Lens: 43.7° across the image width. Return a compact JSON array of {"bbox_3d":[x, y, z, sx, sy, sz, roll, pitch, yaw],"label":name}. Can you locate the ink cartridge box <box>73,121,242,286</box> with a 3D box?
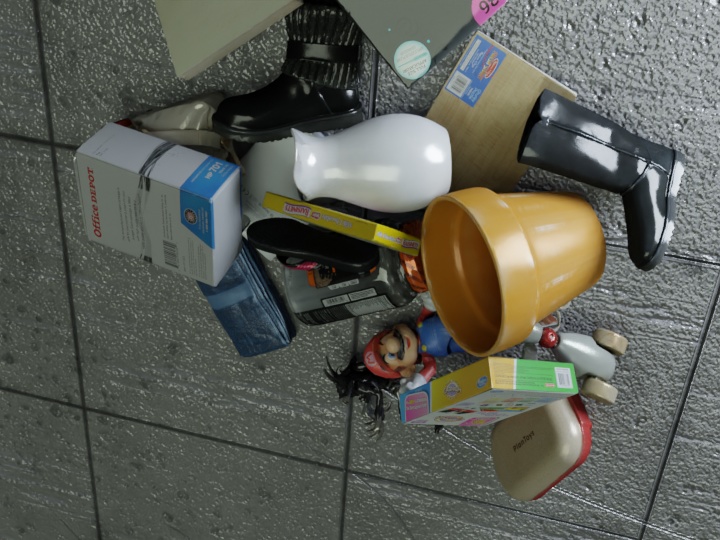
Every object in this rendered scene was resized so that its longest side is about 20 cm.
[{"bbox_3d":[-0.257,-0.086,1.163,0.196,0.086,0.148,21,135,14],"label":"ink cartridge box"}]

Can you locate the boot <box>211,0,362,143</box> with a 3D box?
[{"bbox_3d":[-0.092,-0.257,1.131,0.206,0.080,0.161,-11,122,-12],"label":"boot"}]

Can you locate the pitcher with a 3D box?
[{"bbox_3d":[0.012,-0.128,1.159,0.195,0.172,0.124,-3,77,-3],"label":"pitcher"}]

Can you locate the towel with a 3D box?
[{"bbox_3d":[-0.184,0.040,1.371,0.110,0.049,0.203,-17,113,25],"label":"towel"}]

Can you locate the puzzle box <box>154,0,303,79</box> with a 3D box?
[{"bbox_3d":[-0.170,-0.345,1.122,0.197,0.025,0.136,-24,78,27],"label":"puzzle box"}]

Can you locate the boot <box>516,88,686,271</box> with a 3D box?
[{"bbox_3d":[0.281,-0.109,1.078,0.196,0.168,0.066,23,156,-9],"label":"boot"}]

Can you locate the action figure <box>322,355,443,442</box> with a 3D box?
[{"bbox_3d":[0.030,0.198,1.358,0.196,0.119,0.104,17,106,-2],"label":"action figure"}]

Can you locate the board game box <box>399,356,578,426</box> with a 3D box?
[{"bbox_3d":[0.167,0.166,1.203,0.150,0.041,0.199,8,155,-32],"label":"board game box"}]

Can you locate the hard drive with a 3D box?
[{"bbox_3d":[-0.113,-0.120,1.271,0.132,0.025,0.199,43,122,-10],"label":"hard drive"}]

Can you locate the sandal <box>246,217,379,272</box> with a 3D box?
[{"bbox_3d":[-0.068,-0.023,1.186,0.196,0.075,0.046,16,129,22],"label":"sandal"}]

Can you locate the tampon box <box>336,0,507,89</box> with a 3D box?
[{"bbox_3d":[0.051,-0.343,1.024,0.149,0.127,0.200,-38,103,21],"label":"tampon box"}]

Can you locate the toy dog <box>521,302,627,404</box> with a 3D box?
[{"bbox_3d":[0.276,0.107,1.249,0.200,0.132,0.096,44,164,-5],"label":"toy dog"}]

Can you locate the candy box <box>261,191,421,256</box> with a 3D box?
[{"bbox_3d":[-0.026,-0.061,1.155,0.197,0.101,0.027,19,94,38],"label":"candy box"}]

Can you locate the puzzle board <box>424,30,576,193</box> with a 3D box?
[{"bbox_3d":[0.162,-0.185,1.159,0.149,0.017,0.202,31,122,-1],"label":"puzzle board"}]

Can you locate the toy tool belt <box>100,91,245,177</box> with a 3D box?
[{"bbox_3d":[-0.258,-0.161,1.236,0.196,0.125,0.125,-11,108,22],"label":"toy tool belt"}]

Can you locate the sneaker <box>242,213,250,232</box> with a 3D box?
[{"bbox_3d":[-0.243,-0.081,1.280,0.197,0.079,0.091,-9,128,42],"label":"sneaker"}]

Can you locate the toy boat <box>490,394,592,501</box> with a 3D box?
[{"bbox_3d":[0.283,0.253,1.323,0.128,0.132,0.201,5,140,-30],"label":"toy boat"}]

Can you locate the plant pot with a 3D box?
[{"bbox_3d":[0.199,-0.016,1.129,0.180,0.200,0.204,-16,122,-21],"label":"plant pot"}]

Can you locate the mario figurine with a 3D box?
[{"bbox_3d":[0.091,0.100,1.282,0.197,0.125,0.107,-21,121,19],"label":"mario figurine"}]

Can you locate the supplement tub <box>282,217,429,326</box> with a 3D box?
[{"bbox_3d":[0.000,0.000,1.249,0.196,0.123,0.124,-14,115,22],"label":"supplement tub"}]
